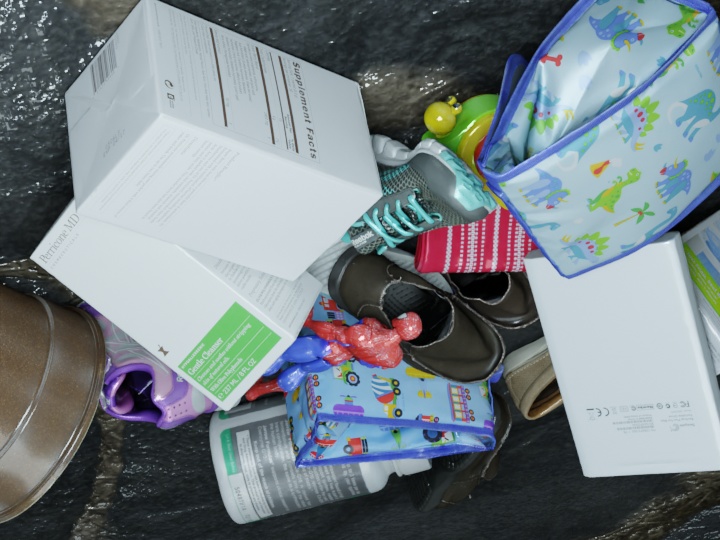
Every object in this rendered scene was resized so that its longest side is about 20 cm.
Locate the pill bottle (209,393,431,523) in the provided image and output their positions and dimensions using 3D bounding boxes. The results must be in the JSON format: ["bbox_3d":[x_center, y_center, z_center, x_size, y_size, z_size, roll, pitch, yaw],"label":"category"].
[{"bbox_3d":[-0.038,0.168,1.708,0.198,0.114,0.113,-14,145,5],"label":"pill bottle"}]

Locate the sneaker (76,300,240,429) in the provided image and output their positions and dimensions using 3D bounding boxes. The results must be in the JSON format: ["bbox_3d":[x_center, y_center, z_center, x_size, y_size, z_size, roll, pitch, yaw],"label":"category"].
[{"bbox_3d":[-0.196,0.082,1.492,0.088,0.199,0.081,-36,129,-36],"label":"sneaker"}]

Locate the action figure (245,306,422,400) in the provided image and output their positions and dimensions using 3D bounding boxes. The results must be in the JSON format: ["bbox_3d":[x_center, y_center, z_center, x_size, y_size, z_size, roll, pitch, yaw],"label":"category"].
[{"bbox_3d":[-0.030,0.064,1.454,0.199,0.052,0.065,-13,142,38],"label":"action figure"}]

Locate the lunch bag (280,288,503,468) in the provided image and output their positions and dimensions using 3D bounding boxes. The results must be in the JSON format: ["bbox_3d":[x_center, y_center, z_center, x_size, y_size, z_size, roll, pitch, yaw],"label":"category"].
[{"bbox_3d":[0.035,0.086,1.580,0.198,0.152,0.094,1,148,-17],"label":"lunch bag"}]

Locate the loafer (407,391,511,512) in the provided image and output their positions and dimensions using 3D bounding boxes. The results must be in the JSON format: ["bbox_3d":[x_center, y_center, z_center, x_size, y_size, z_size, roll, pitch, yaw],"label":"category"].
[{"bbox_3d":[0.110,0.178,1.799,0.071,0.073,0.200,-4,151,-25],"label":"loafer"}]

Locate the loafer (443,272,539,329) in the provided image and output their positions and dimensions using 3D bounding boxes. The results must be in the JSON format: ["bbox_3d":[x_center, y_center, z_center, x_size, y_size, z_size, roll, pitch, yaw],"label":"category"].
[{"bbox_3d":[0.106,0.007,1.562,0.073,0.071,0.200,-25,143,19],"label":"loafer"}]

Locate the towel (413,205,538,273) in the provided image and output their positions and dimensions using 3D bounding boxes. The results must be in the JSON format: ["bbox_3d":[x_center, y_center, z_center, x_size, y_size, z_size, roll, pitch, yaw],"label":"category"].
[{"bbox_3d":[0.144,-0.064,1.460,0.198,0.023,0.146,-1,114,-16],"label":"towel"}]

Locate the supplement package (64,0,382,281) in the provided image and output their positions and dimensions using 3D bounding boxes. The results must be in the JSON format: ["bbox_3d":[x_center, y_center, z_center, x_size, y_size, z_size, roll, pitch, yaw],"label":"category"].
[{"bbox_3d":[-0.103,-0.094,1.319,0.199,0.120,0.121,19,134,-35],"label":"supplement package"}]

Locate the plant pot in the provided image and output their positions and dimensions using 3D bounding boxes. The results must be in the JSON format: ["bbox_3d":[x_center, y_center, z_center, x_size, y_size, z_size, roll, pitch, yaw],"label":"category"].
[{"bbox_3d":[-0.345,0.075,1.441,0.200,0.201,0.198,-32,131,27],"label":"plant pot"}]

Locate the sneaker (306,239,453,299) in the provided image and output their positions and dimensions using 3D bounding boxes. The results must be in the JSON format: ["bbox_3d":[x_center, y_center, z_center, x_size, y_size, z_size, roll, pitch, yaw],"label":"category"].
[{"bbox_3d":[0.000,0.000,1.526,0.199,0.082,0.074,32,91,-37],"label":"sneaker"}]

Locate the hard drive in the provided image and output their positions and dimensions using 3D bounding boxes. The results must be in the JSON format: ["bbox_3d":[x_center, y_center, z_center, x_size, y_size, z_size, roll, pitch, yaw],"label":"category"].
[{"bbox_3d":[0.219,0.072,1.441,0.131,0.026,0.201,-7,109,31],"label":"hard drive"}]

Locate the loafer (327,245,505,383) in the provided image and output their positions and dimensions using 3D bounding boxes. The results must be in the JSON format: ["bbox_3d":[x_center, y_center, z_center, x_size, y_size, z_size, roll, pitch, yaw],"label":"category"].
[{"bbox_3d":[0.056,0.050,1.486,0.199,0.071,0.073,29,92,-38],"label":"loafer"}]

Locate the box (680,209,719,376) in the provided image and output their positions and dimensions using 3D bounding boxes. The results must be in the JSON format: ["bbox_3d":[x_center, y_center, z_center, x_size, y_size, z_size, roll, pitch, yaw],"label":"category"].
[{"bbox_3d":[0.292,0.027,1.530,0.101,0.113,0.200,-40,172,36],"label":"box"}]

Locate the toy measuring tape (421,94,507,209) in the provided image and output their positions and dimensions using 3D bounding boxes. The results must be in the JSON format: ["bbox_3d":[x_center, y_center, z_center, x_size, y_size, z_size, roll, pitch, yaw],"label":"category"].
[{"bbox_3d":[0.126,-0.085,1.399,0.073,0.074,0.199,-34,132,29],"label":"toy measuring tape"}]

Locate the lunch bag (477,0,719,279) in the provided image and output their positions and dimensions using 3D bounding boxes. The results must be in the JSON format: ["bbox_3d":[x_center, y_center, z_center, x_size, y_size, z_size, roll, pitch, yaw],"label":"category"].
[{"bbox_3d":[0.190,-0.105,1.343,0.200,0.127,0.170,-48,140,-3],"label":"lunch bag"}]

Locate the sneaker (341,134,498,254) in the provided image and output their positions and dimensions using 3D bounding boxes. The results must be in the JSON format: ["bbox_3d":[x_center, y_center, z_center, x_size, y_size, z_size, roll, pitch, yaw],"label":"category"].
[{"bbox_3d":[0.033,-0.047,1.346,0.078,0.200,0.091,44,79,-18],"label":"sneaker"}]

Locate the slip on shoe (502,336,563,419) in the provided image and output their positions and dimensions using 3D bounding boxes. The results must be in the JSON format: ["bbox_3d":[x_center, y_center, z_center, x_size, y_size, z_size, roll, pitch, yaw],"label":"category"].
[{"bbox_3d":[0.225,0.076,1.700,0.199,0.061,0.076,-30,141,24],"label":"slip on shoe"}]

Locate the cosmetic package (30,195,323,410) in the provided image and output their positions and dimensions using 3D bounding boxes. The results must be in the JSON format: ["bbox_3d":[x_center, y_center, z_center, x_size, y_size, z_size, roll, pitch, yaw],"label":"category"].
[{"bbox_3d":[-0.143,0.000,1.390,0.199,0.085,0.108,37,126,-8],"label":"cosmetic package"}]
